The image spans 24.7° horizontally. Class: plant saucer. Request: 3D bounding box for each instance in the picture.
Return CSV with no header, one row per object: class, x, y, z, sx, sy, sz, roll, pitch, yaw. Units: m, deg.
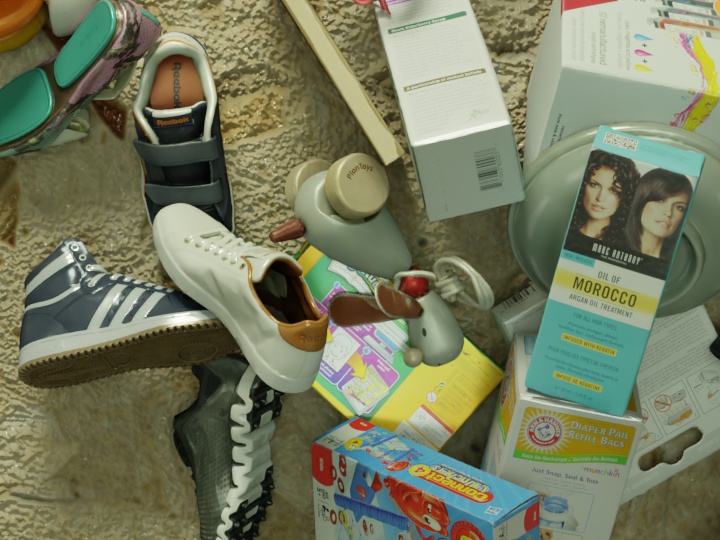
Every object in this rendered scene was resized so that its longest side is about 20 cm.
plant saucer,0.211,-0.022,1.274,0.198,0.051,0.201,5,133,5

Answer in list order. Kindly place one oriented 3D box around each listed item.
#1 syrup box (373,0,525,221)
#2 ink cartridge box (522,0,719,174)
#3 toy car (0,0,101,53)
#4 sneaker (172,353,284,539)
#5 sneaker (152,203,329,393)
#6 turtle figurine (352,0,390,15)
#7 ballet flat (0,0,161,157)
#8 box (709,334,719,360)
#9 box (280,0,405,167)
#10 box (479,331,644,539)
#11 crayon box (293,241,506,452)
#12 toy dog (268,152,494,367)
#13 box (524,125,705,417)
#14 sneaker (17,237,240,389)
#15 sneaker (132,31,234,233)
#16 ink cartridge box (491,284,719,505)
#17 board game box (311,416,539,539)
syrup box,0.068,-0.138,1.297,0.081,0.201,0.079,-13,132,2
ink cartridge box,0.239,-0.130,1.304,0.198,0.146,0.146,11,133,-2
toy car,-0.297,-0.277,1.311,0.173,0.150,0.203,1,94,0
sneaker,-0.119,0.156,1.386,0.090,0.066,0.202,20,111,25
sneaker,-0.087,-0.002,1.286,0.200,0.072,0.085,45,131,27
turtle figurine,0.017,-0.292,1.334,0.200,0.101,0.150,-43,48,-5
ballet flat,-0.236,-0.149,1.353,0.199,0.071,0.070,-37,55,28
box,0.416,0.072,1.378,0.200,0.044,0.161,40,92,-13
box,-0.025,-0.172,1.314,0.021,0.164,0.201,-32,93,2
box,0.153,0.167,1.333,0.100,0.113,0.202,11,116,-2
crayon box,0.011,0.063,1.382,0.200,0.058,0.119,42,92,-3
toy dog,0.000,0.000,1.296,0.096,0.132,0.200,-39,83,-24
box,0.186,0.002,1.216,0.081,0.049,0.202,17,115,9
sneaker,-0.186,0.024,1.349,0.198,0.070,0.109,-11,59,3
sneaker,-0.149,-0.096,1.361,0.078,0.079,0.202,-8,95,-1
ink cartridge box,0.226,0.082,1.400,0.160,0.050,0.201,-29,107,1
board game box,0.050,0.243,1.309,0.056,0.195,0.202,-22,119,-40
